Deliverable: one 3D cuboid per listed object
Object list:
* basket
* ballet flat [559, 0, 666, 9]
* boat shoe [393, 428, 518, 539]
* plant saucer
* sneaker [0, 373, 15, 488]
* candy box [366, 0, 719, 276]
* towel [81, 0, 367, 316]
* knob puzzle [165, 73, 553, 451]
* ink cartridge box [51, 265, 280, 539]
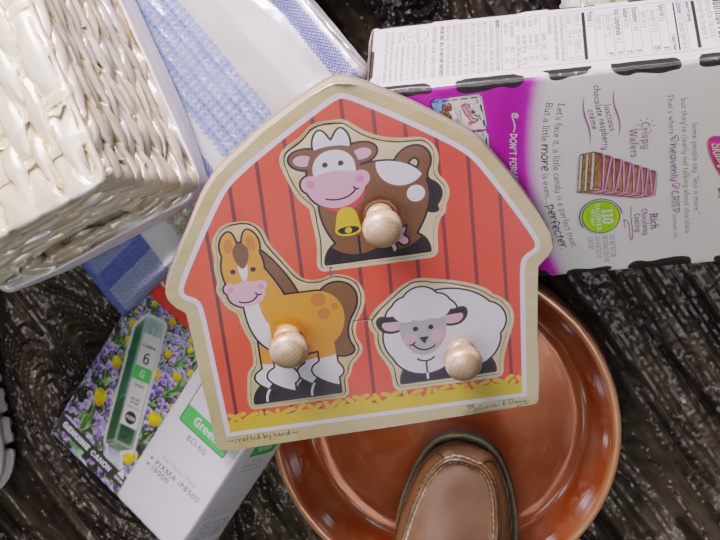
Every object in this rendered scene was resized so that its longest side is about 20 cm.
[{"bbox_3d":[-0.189,-0.101,0.831,0.135,0.123,0.201,-26,85,16],"label":"basket"},{"bbox_3d":[0.143,-0.172,0.828,0.071,0.072,0.201,11,108,4],"label":"ballet flat"},{"bbox_3d":[0.046,0.191,0.911,0.072,0.068,0.201,9,107,6],"label":"boat shoe"},{"bbox_3d":[0.049,0.087,0.932,0.199,0.032,0.201,2,106,7],"label":"plant saucer"},{"bbox_3d":[-0.250,0.050,0.928,0.073,0.087,0.201,-6,105,9],"label":"sneaker"},{"bbox_3d":[0.111,-0.066,0.838,0.199,0.061,0.137,-4,134,9],"label":"candy box"},{"bbox_3d":[-0.105,-0.093,0.882,0.200,0.024,0.147,-44,80,15],"label":"towel"},{"bbox_3d":[0.000,0.000,0.812,0.219,0.030,0.220,-2,119,-4],"label":"knob puzzle"},{"bbox_3d":[-0.079,0.045,0.906,0.109,0.050,0.200,40,109,20],"label":"ink cartridge box"}]
